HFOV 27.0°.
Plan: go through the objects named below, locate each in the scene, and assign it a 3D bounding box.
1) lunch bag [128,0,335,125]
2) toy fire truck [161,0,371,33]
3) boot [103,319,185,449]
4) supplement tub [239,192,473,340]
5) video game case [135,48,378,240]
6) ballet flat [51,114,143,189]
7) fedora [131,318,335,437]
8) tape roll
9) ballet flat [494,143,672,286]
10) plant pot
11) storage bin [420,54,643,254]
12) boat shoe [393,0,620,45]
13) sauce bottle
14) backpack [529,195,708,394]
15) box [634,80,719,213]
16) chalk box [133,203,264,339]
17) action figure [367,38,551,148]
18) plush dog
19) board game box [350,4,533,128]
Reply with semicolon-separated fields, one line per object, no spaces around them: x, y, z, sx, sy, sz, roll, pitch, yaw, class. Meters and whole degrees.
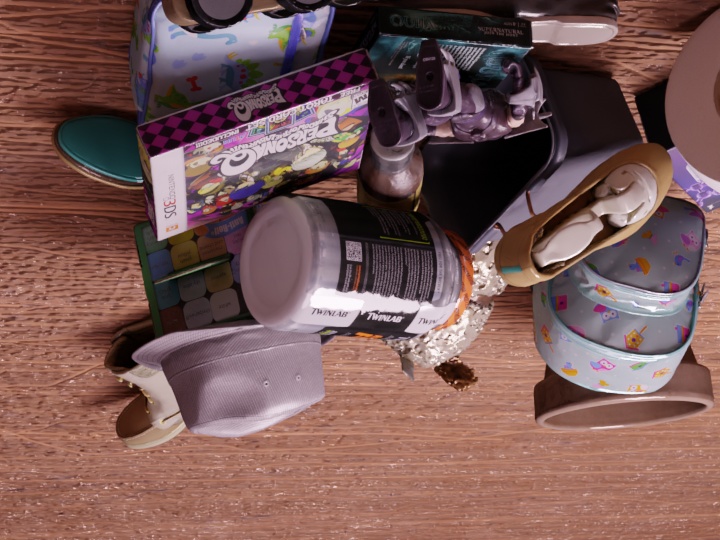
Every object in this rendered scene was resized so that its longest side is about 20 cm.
-0.105;-0.191;1.234;0.159;0.083;0.200;-3;150;-17;lunch bag
-0.065;-0.282;1.068;0.174;0.202;0.129;-13;-171;-15;toy fire truck
-0.245;0.130;1.736;0.199;0.073;0.154;-32;144;24;boot
0.000;0.000;1.370;0.199;0.124;0.122;6;147;-37;supplement tub
-0.088;-0.103;1.264;0.198;0.036;0.181;-21;164;-13;video game case
-0.190;-0.098;1.381;0.198;0.069;0.063;7;160;-23;ballet flat
-0.111;0.105;1.423;0.199;0.091;0.176;-4;165;-38;fedora
0.363;-0.156;1.302;0.202;0.204;0.037;-24;146;24;tape roll
0.209;-0.046;1.316;0.199;0.069;0.063;-35;-168;-15;ballet flat
0.282;0.077;1.669;0.198;0.176;0.200;-5;166;-1;plant pot
0.169;-0.100;1.417;0.133;0.147;0.200;-2;150;-31;storage bin
0.122;-0.227;1.273;0.198;0.058;0.067;1;164;-9;boat shoe
0.028;-0.092;1.401;0.064;0.065;0.200;-7;165;-3;sauce bottle
0.262;0.017;1.524;0.174;0.202;0.154;13;152;-4;backpack
0.387;-0.151;1.439;0.199;0.080;0.141;-26;148;26;box
-0.134;0.002;1.448;0.124;0.125;0.200;-17;167;15;chalk box
0.082;-0.139;1.246;0.129;0.070;0.200;-18;173;26;action figure
0.098;0.011;1.542;0.199;0.160;0.172;-4;134;-57;plush dog
0.052;-0.170;1.305;0.134;0.028;0.200;3;163;-16;board game box
